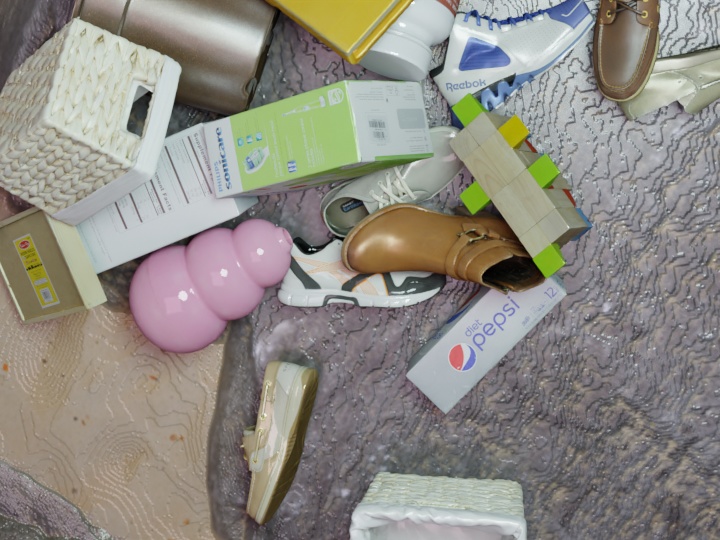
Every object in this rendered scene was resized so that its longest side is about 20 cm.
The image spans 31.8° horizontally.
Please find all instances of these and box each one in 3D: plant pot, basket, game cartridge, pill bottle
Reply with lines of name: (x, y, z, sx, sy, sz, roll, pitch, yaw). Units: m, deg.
plant pot: (-0.195, -0.265, 1.371, 0.196, 0.200, 0.203, 19, 102, -4)
basket: (0.090, 0.346, 1.455, 0.195, 0.161, 0.203, 3, 101, 6)
game cartridge: (-0.020, -0.326, 1.282, 0.200, 0.032, 0.177, 40, 84, 27)
basket: (-0.289, -0.148, 1.283, 0.122, 0.199, 0.137, 24, 64, -30)
pill bottle: (0.056, -0.310, 1.337, 0.111, 0.112, 0.203, 16, 82, 4)

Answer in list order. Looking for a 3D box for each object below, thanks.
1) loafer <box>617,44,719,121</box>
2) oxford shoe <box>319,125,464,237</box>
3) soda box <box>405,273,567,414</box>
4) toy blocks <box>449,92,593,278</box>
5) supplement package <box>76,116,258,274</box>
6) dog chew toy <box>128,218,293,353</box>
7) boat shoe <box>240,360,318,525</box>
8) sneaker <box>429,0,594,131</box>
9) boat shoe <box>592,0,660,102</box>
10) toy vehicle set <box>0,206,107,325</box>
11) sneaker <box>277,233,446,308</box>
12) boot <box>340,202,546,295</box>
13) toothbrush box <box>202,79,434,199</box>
loafer: (0.369, -0.205, 1.369, 0.197, 0.076, 0.069, -7, 101, 18)
oxford shoe: (0.037, -0.093, 1.416, 0.198, 0.058, 0.076, -28, 109, 21)
soda box: (0.142, 0.066, 1.447, 0.068, 0.063, 0.200, 42, 102, -4)
toy blocks: (0.178, -0.091, 1.350, 0.100, 0.136, 0.201, -40, 76, 21)
supplement package: (-0.233, -0.084, 1.440, 0.198, 0.114, 0.111, -21, 97, 11)
dog chew toy: (-0.164, 0.010, 1.440, 0.198, 0.125, 0.126, -29, 96, 14)
boat shoe: (-0.107, 0.201, 1.504, 0.068, 0.074, 0.203, 20, 101, 15)
sneaker: (0.152, -0.252, 1.380, 0.199, 0.081, 0.116, -37, 96, 13)
boat shoe: (0.282, -0.281, 1.335, 0.071, 0.067, 0.203, 9, 82, 23)
toy vehicle set: (-0.364, -0.007, 1.447, 0.199, 0.026, 0.126, -11, 103, 54)
sneaker: (0.000, 0.000, 1.448, 0.197, 0.074, 0.081, 0, 98, 6)
boot: (0.092, -0.011, 1.359, 0.197, 0.155, 0.078, -4, 115, -23)
toothbrush box: (-0.045, -0.138, 1.350, 0.198, 0.145, 0.087, -10, 90, 35)
